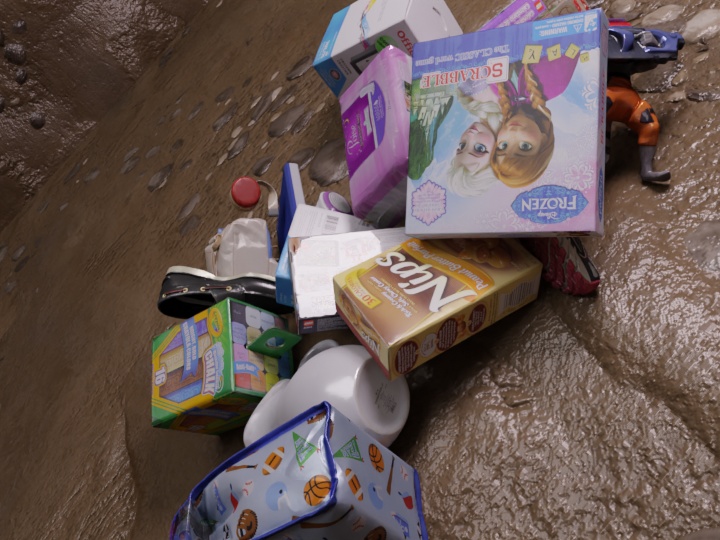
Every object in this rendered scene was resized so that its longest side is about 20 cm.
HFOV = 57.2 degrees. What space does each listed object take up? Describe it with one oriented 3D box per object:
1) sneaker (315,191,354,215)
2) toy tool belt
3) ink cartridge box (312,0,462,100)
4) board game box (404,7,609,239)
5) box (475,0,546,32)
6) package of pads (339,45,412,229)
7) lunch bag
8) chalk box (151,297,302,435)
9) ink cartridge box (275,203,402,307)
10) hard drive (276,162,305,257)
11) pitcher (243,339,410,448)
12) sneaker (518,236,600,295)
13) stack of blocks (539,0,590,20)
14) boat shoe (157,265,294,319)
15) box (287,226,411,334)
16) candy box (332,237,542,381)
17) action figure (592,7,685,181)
[{"bbox_3d":[-0.037,-0.021,0.961,0.100,0.073,0.203,-54,31,31],"label":"sneaker"},{"bbox_3d":[-0.183,-0.029,1.027,0.123,0.121,0.207,149,117,-67],"label":"toy tool belt"},{"bbox_3d":[0.049,-0.375,1.121,0.196,0.147,0.149,-13,46,38],"label":"ink cartridge box"},{"bbox_3d":[0.140,-0.135,0.655,0.195,0.041,0.207,0,86,32],"label":"board game box"},{"bbox_3d":[0.158,-0.308,0.946,0.136,0.039,0.199,-43,9,-21],"label":"box"},{"bbox_3d":[0.035,-0.165,0.830,0.120,0.074,0.205,-38,47,38],"label":"package of pads"},{"bbox_3d":[-0.057,0.245,0.627,0.197,0.170,0.126,-29,38,20],"label":"lunch bag"},{"bbox_3d":[-0.165,0.126,0.866,0.197,0.123,0.127,-25,59,29],"label":"chalk box"},{"bbox_3d":[0.000,0.000,0.836,0.194,0.067,0.118,14,56,3],"label":"ink cartridge box"},{"bbox_3d":[-0.104,-0.054,1.014,0.202,0.025,0.135,-106,23,-50],"label":"hard drive"},{"bbox_3d":[-0.031,0.137,0.755,0.198,0.121,0.174,-25,33,46],"label":"pitcher"},{"bbox_3d":[0.200,-0.070,0.699,0.073,0.081,0.204,-19,67,-6],"label":"sneaker"},{"bbox_3d":[0.220,-0.283,0.893,0.198,0.059,0.115,-34,10,33],"label":"stack of blocks"},{"bbox_3d":[-0.179,0.042,0.905,0.195,0.075,0.064,5,52,4],"label":"boat shoe"},{"bbox_3d":[0.016,0.007,0.770,0.193,0.035,0.113,-5,58,-9],"label":"box"},{"bbox_3d":[0.081,0.018,0.701,0.196,0.056,0.116,-25,47,-20],"label":"candy box"},{"bbox_3d":[0.244,-0.196,0.716,0.193,0.105,0.199,5,68,-4],"label":"action figure"}]
